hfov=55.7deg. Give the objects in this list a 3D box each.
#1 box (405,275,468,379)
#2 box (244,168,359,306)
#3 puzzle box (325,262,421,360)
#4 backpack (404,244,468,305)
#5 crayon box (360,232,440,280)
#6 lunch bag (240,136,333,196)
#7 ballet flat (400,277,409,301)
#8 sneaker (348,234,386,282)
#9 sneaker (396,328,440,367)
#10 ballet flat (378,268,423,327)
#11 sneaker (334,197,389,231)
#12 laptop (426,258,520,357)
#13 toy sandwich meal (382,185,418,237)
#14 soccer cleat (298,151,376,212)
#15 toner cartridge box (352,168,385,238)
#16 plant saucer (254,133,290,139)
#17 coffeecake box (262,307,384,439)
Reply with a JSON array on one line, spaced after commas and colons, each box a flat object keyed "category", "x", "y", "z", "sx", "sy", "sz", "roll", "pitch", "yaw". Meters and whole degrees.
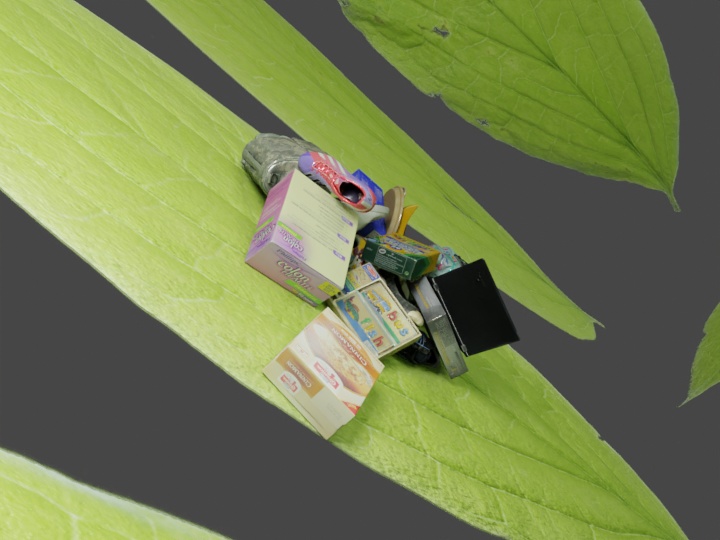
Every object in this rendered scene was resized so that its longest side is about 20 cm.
[{"category": "box", "x": 0.175, "y": 0.127, "z": 1.562, "sx": 0.159, "sy": 0.048, "sz": 0.201, "roll": -112, "pitch": 177, "yaw": -52}, {"category": "box", "x": -0.111, "y": -0.065, "z": 1.357, "sx": 0.175, "sy": 0.096, "sz": 0.201, "roll": 34, "pitch": 45, "yaw": -26}, {"category": "puzzle box", "x": 0.020, "y": 0.087, "z": 1.409, "sx": 0.132, "sy": 0.025, "sz": 0.200, "roll": -25, "pitch": 66, "yaw": -29}, {"category": "backpack", "x": 0.195, "y": 0.026, "z": 1.738, "sx": 0.150, "sy": 0.177, "sz": 0.200, "roll": 43, "pitch": 15, "yaw": -14}, {"category": "crayon box", "x": 0.100, "y": -0.037, "z": 1.557, "sx": 0.125, "sy": 0.052, "sz": 0.200, "roll": 24, "pitch": 16, "yaw": 20}, {"category": "lunch bag", "x": -0.168, "y": -0.224, "z": 1.534, "sx": 0.167, "sy": 0.140, "sz": 0.200, "roll": 11, "pitch": 20, "yaw": -30}, {"category": "ballet flat", "x": 0.085, "y": 0.044, "z": 1.655, "sx": 0.075, "sy": 0.064, "sz": 0.201, "roll": 31, "pitch": 25, "yaw": -34}, {"category": "sneaker", "x": 0.000, "y": 0.000, "z": 1.552, "sx": 0.090, "sy": 0.075, "sz": 0.201, "roll": 29, "pitch": 32, "yaw": -32}, {"category": "sneaker", "x": 0.105, "y": 0.159, "z": 1.478, "sx": 0.199, "sy": 0.070, "sz": 0.078, "roll": 23, "pitch": 24, "yaw": -47}, {"category": "ballet flat", "x": 0.092, "y": 0.052, "z": 1.538, "sx": 0.067, "sy": 0.057, "sz": 0.200, "roll": 50, "pitch": 5, "yaw": -47}, {"category": "sneaker", "x": -0.012, "y": -0.119, "z": 1.557, "sx": 0.073, "sy": 0.085, "sz": 0.199, "roll": 19, "pitch": 14, "yaw": 39}, {"category": "laptop", "x": 0.241, "y": 0.079, "z": 1.499, "sx": 0.200, "sy": 0.115, "sz": 0.188, "roll": -63, "pitch": 128, "yaw": -88}, {"category": "toy sandwich meal", "x": 0.084, "y": -0.114, "z": 1.738, "sx": 0.070, "sy": 0.206, "sz": 0.206, "roll": 17, "pitch": 30, "yaw": -16}, {"category": "soccer cleat", "x": -0.052, "y": -0.186, "z": 1.390, "sx": 0.200, "sy": 0.067, "sz": 0.076, "roll": 38, "pitch": 6, "yaw": 17}, {"category": "toner cartridge box", "x": 0.014, "y": -0.160, "z": 1.706, "sx": 0.095, "sy": 0.043, "sz": 0.201, "roll": 39, "pitch": 31, "yaw": -30}, {"category": "plant saucer", "x": -0.186, "y": -0.299, "z": 1.789, "sx": 0.200, "sy": 0.050, "sz": 0.201, "roll": 38, "pitch": 22, "yaw": -18}, {"category": "coffeecake box", "x": -0.057, "y": 0.168, "z": 1.162, "sx": 0.154, "sy": 0.073, "sz": 0.200, "roll": 47, "pitch": 22, "yaw": 0}]
